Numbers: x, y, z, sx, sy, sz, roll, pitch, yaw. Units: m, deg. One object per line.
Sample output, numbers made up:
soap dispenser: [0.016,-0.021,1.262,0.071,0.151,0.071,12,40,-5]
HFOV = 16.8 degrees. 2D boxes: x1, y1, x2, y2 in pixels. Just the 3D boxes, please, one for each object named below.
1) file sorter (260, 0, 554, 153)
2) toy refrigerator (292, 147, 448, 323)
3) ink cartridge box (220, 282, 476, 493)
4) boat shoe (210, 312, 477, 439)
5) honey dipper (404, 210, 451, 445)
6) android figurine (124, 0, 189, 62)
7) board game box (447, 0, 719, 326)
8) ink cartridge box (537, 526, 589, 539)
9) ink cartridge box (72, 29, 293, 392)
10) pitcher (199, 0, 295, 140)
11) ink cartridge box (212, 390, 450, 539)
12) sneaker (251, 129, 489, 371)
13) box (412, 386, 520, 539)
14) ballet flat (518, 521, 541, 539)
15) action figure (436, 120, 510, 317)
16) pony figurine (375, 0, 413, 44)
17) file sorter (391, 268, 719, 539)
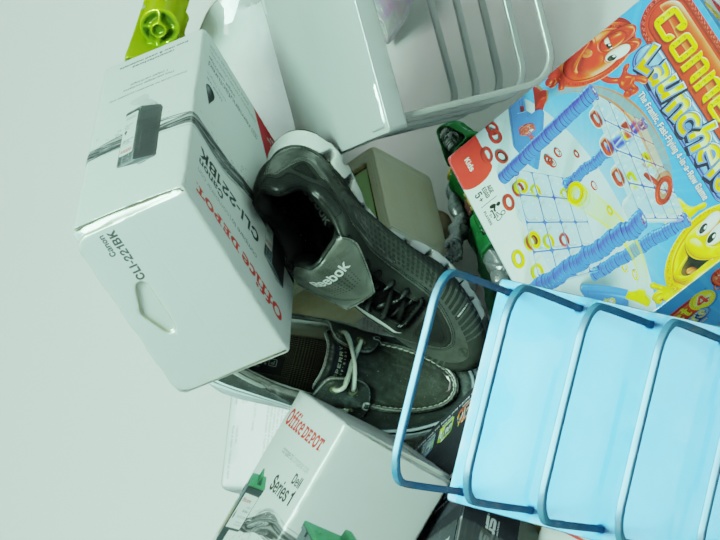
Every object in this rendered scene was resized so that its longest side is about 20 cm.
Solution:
file sorter: [0.027,-0.160,1.616,0.200,0.125,0.139,167,89,-73]
toy refrigerator: [-0.040,0.001,1.709,0.200,0.070,0.076,-32,51,29]
ink cartridge box: [-0.002,0.085,1.751,0.200,0.057,0.163,1,79,29]
boat shoe: [-0.019,0.069,1.638,0.200,0.071,0.072,6,75,8]
honey dipper: [0.034,0.055,1.688,0.038,0.038,0.200,4,76,50]
android figurine: [-0.157,-0.134,1.873,0.200,0.041,0.182,-79,-4,-61]
board game box: [0.176,-0.052,1.517,0.196,0.056,0.200,-40,51,17]
ink cartridge box: [0.158,0.208,1.489,0.115,0.068,0.200,24,98,49]
ink cartridge box: [-0.110,-0.040,1.599,0.084,0.144,0.200,-22,32,16]
pitcher: [-0.094,-0.084,1.856,0.172,0.121,0.200,119,154,-49]
ink cartridge box: [-0.041,0.186,1.554,0.200,0.084,0.146,-60,14,-2]
sneaker: [0.000,0.000,1.588,0.200,0.091,0.066,46,120,-1]
box: [0.035,0.184,1.575,0.200,0.049,0.161,-47,20,39]
ballet flat: [0.082,0.212,1.582,0.200,0.063,0.069,-53,47,25]
action figure: [0.094,-0.032,1.654,0.118,0.055,0.200,-53,40,29]
pony figurine: [-0.002,-0.266,1.756,0.193,0.200,0.167,-33,61,59]
file sorter: [0.135,0.084,1.388,0.200,0.123,0.139,13,87,27]
